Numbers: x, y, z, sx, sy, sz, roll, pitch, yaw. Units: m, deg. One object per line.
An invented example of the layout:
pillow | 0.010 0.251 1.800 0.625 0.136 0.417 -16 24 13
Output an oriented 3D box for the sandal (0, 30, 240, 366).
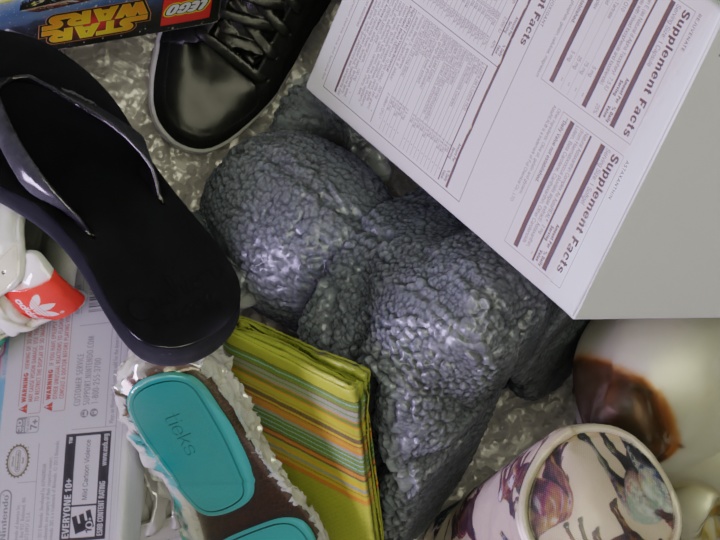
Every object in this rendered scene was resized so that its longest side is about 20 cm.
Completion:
sandal | -0.123 -0.045 0.966 0.076 0.043 0.200 -38 68 -23

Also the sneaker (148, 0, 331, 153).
sneaker | -0.044 -0.154 1.096 0.073 0.112 0.200 32 84 -5

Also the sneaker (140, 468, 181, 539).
sneaker | -0.134 0.120 1.086 0.200 0.081 0.077 -12 87 -10

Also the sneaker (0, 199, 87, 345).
sneaker | -0.183 0.011 1.004 0.093 0.070 0.200 26 76 34

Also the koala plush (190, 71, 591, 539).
koala plush | 0.000 0.000 1.077 0.200 0.184 0.177 41 71 15

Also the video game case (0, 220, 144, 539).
video game case | -0.186 0.055 1.041 0.182 0.024 0.200 -7 66 18

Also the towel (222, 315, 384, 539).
towel | -0.022 0.110 1.053 0.086 0.200 0.018 25 49 33

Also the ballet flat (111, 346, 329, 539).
ballet flat | -0.057 0.101 1.016 0.072 0.072 0.200 -24 121 -9

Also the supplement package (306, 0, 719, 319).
supplement package | 0.111 -0.093 0.996 0.152 0.200 0.151 1 122 -44

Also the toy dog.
toy dog | 0.194 0.084 1.075 0.200 0.194 0.140 28 71 -10

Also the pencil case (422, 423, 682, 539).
pencil case | 0.088 0.138 1.064 0.078 0.200 0.090 -18 79 -18

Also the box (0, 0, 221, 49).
box | -0.158 -0.152 1.004 0.200 0.137 0.040 -12 63 -17
